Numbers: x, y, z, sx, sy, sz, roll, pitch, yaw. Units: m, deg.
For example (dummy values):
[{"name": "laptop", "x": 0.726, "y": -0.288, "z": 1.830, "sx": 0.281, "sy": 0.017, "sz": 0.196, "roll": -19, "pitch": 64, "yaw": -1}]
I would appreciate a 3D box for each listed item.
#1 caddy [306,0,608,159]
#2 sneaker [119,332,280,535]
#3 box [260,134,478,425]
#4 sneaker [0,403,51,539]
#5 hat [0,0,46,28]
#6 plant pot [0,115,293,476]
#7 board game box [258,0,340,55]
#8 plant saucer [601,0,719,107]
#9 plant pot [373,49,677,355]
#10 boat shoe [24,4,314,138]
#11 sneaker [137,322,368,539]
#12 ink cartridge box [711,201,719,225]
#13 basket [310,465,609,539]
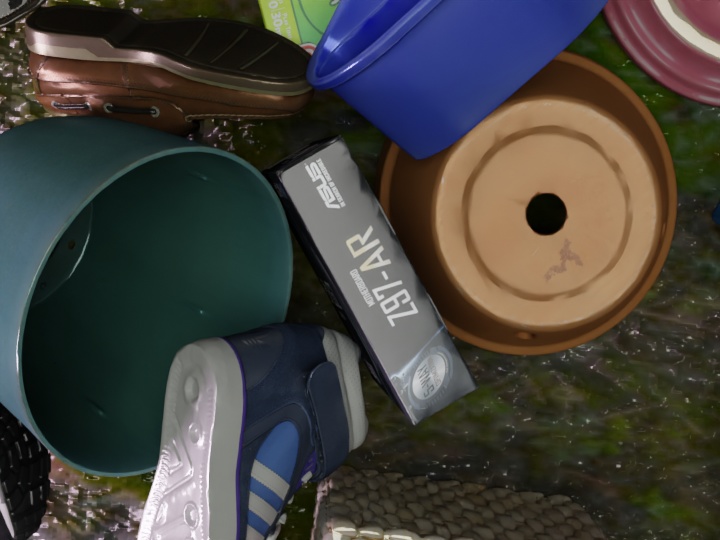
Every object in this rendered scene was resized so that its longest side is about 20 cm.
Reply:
[{"name": "caddy", "x": 0.054, "y": -0.163, "z": 0.959, "sx": 0.200, "sy": 0.142, "sz": 0.105, "roll": -40, "pitch": 111, "yaw": 19}, {"name": "sneaker", "x": -0.064, "y": 0.128, "z": 1.081, "sx": 0.115, "sy": 0.074, "sz": 0.202, "roll": -25, "pitch": 94, "yaw": 5}, {"name": "box", "x": 0.000, "y": 0.000, "z": 1.004, "sx": 0.043, "sy": 0.200, "sz": 0.161, "roll": -29, "pitch": 97, "yaw": -4}, {"name": "sneaker", "x": -0.269, "y": 0.086, "z": 1.086, "sx": 0.087, "sy": 0.076, "sz": 0.202, "roll": -17, "pitch": 92, "yaw": 16}, {"name": "hat", "x": -0.260, "y": -0.248, "z": 1.024, "sx": 0.198, "sy": 0.081, "sz": 0.204, "roll": 0, "pitch": 88, "yaw": 4}, {"name": "plant pot", "x": -0.166, "y": -0.002, "z": 1.004, "sx": 0.160, "sy": 0.200, "sz": 0.203, "roll": 27, "pitch": 97, "yaw": 39}, {"name": "board game box", "x": 0.033, "y": -0.188, "z": 1.061, "sx": 0.198, "sy": 0.048, "sz": 0.103, "roll": -15, "pitch": 96, "yaw": 1}, {"name": "plant saucer", "x": 0.248, "y": -0.205, "z": 1.061, "sx": 0.198, "sy": 0.051, "sz": 0.203, "roll": 0, "pitch": 97, "yaw": -1}, {"name": "plant pot", "x": 0.108, "y": -0.041, "z": 1.032, "sx": 0.197, "sy": 0.140, "sz": 0.203, "roll": 0, "pitch": 95, "yaw": -1}, {"name": "boat shoe", "x": -0.116, "y": -0.117, "z": 1.046, "sx": 0.198, "sy": 0.072, "sz": 0.069, "roll": 14, "pitch": 122, "yaw": 22}, {"name": "sneaker", "x": -0.051, "y": 0.130, "z": 1.009, "sx": 0.145, "sy": 0.080, "sz": 0.203, "roll": -2, "pitch": 106, "yaw": -40}, {"name": "ink cartridge box", "x": 0.311, "y": -0.016, "z": 1.006, "sx": 0.145, "sy": 0.200, "sz": 0.085, "roll": 37, "pitch": 95, "yaw": -4}, {"name": "basket", "x": 0.052, "y": 0.225, "z": 1.031, "sx": 0.195, "sy": 0.200, "sz": 0.163, "roll": 8, "pitch": 94, "yaw": -2}]
